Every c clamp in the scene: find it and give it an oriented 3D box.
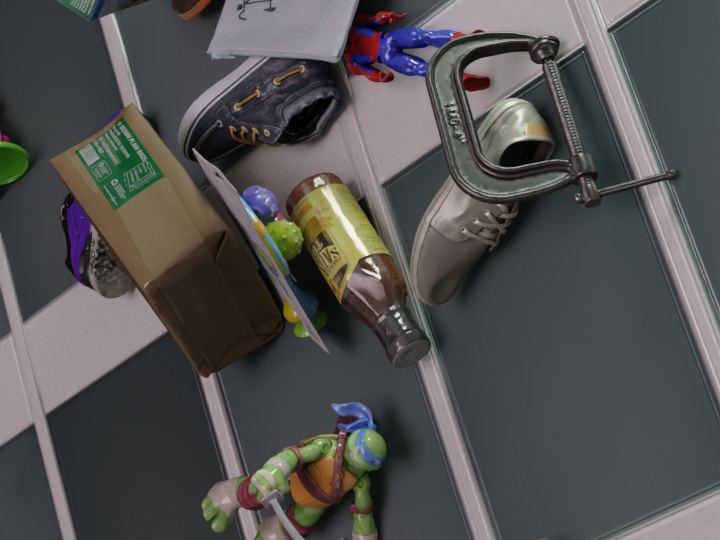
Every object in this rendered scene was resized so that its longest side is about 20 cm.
[{"bbox_3d":[0.146,-0.127,1.551,0.170,0.027,0.200,-18,60,-3],"label":"c clamp"}]

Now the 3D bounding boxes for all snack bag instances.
[{"bbox_3d":[-0.050,-0.286,1.760,0.188,0.021,0.201,8,77,43],"label":"snack bag"}]

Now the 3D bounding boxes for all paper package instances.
[{"bbox_3d":[-0.184,-0.028,1.796,0.103,0.191,0.200,-35,57,-6],"label":"paper package"}]

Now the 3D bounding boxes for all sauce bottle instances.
[{"bbox_3d":[0.000,0.000,1.706,0.066,0.066,0.200,-52,54,30],"label":"sauce bottle"}]

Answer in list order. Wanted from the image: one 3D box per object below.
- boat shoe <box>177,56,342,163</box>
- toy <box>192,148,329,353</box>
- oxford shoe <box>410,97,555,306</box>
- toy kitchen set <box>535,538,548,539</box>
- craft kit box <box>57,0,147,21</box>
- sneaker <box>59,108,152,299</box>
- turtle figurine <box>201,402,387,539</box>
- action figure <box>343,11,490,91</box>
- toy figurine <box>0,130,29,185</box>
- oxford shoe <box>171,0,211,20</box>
[{"bbox_3d":[-0.101,-0.145,1.804,0.200,0.071,0.091,-41,57,33],"label":"boat shoe"},{"bbox_3d":[-0.079,-0.026,1.730,0.115,0.047,0.200,41,159,56],"label":"toy"},{"bbox_3d":[0.104,-0.052,1.602,0.058,0.075,0.200,43,113,39],"label":"oxford shoe"},{"bbox_3d":[0.131,0.350,1.485,0.163,0.180,0.201,27,111,40],"label":"toy kitchen set"},{"bbox_3d":[-0.203,-0.355,1.832,0.048,0.197,0.200,32,112,11],"label":"craft kit box"},{"bbox_3d":[-0.279,-0.078,1.980,0.099,0.069,0.201,20,102,45],"label":"sneaker"},{"bbox_3d":[-0.055,0.230,1.700,0.194,0.144,0.201,-29,66,44],"label":"turtle figurine"},{"bbox_3d":[0.033,-0.202,1.695,0.200,0.052,0.066,14,102,46],"label":"action figure"},{"bbox_3d":[-0.485,-0.172,2.161,0.200,0.150,0.185,-25,60,18],"label":"toy figurine"},{"bbox_3d":[-0.158,-0.329,1.841,0.200,0.073,0.071,123,160,-45],"label":"oxford shoe"}]
